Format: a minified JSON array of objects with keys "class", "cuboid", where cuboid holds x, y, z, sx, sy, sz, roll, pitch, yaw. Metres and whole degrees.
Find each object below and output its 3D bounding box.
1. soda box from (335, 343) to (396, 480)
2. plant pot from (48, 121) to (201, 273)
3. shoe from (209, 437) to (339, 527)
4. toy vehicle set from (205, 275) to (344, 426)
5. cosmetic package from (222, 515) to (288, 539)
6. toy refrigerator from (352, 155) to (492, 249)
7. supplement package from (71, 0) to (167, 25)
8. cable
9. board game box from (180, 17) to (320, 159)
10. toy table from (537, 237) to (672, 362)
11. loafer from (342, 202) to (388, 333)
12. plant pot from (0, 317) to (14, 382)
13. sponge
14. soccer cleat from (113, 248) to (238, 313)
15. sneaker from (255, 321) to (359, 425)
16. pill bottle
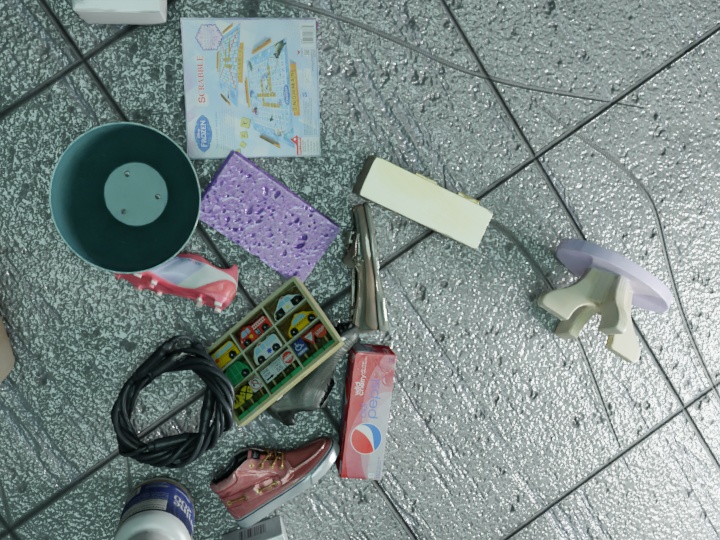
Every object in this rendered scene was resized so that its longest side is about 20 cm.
[{"class":"soda box","cuboid":[0.008,0.219,1.350,0.069,0.063,0.202,5,97,-9]},{"class":"plant pot","cuboid":[-0.322,-0.104,1.220,0.198,0.135,0.203,-1,97,-8]},{"class":"shoe","cuboid":[-0.133,0.303,1.334,0.199,0.072,0.091,-36,107,2]},{"class":"toy vehicle set","cuboid":[-0.136,0.121,1.292,0.200,0.026,0.125,-40,74,7]},{"class":"cosmetic package","cuboid":[-0.141,0.503,1.360,0.100,0.071,0.202,-18,100,-6]},{"class":"toy refrigerator","cuboid":[0.094,-0.106,1.314,0.198,0.076,0.071,25,93,-10]},{"class":"supplement package","cuboid":[-0.327,-0.445,1.181,0.118,0.121,0.203,-1,98,-9]},{"class":"cable","cuboid":[-0.278,0.207,1.280,0.200,0.051,0.163,-44,85,5]},{"class":"board game box","cuboid":[-0.159,-0.266,1.271,0.197,0.041,0.203,-2,98,-9]},{"class":"toy table","cuboid":[0.374,0.049,1.336,0.199,0.184,0.118,28,76,1]},{"class":"loafer","cuboid":[0.000,0.000,1.320,0.062,0.072,0.202,-9,102,0]},{"class":"plant pot","cuboid":[-0.576,0.089,1.194,0.198,0.200,0.175,-26,117,-4]},{"class":"sponge","cuboid":[-0.139,-0.076,1.287,0.199,0.030,0.112,35,100,-19]},{"class":"soccer cleat","cuboid":[-0.278,0.000,1.285,0.198,0.067,0.077,19,63,-5]},{"class":"sneaker","cuboid":[-0.068,0.163,1.330,0.200,0.067,0.091,-41,106,5]},{"class":"pill bottle","cuboid":[-0.298,0.386,1.254,0.110,0.200,0.112,-1,98,-8]}]
